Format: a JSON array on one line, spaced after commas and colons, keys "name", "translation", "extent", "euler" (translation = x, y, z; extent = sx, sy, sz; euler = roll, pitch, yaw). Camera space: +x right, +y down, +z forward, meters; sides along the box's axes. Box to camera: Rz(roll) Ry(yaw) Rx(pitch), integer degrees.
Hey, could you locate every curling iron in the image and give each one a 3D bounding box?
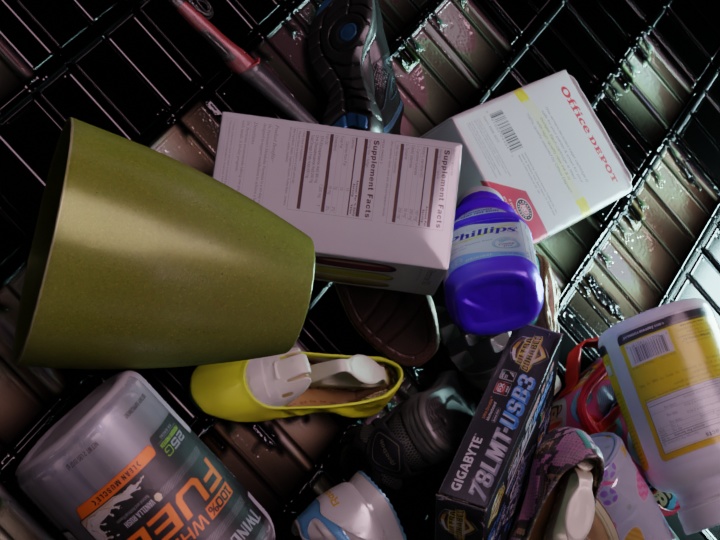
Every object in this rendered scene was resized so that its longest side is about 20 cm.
[{"name": "curling iron", "translation": [-0.103, -0.197, 1.519], "extent": [0.200, 0.026, 0.050], "euler": [45, 51, -12]}]

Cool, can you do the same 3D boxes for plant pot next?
[{"name": "plant pot", "translation": [-0.143, 0.000, 1.245], "extent": [0.200, 0.187, 0.187], "euler": [13, 59, -15]}]

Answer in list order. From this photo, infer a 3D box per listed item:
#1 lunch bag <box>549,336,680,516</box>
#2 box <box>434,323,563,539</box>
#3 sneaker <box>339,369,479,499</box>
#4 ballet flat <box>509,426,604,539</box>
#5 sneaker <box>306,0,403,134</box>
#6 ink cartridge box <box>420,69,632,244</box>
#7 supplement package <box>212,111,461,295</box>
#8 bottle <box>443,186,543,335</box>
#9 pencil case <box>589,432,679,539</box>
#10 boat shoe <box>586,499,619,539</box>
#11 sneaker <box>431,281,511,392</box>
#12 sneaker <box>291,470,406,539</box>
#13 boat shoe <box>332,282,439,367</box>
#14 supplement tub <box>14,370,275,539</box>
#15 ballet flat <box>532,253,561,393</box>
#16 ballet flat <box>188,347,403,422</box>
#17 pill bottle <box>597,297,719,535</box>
[{"name": "lunch bag", "translation": [0.273, 0.137, 1.623], "extent": [0.176, 0.082, 0.200], "euler": [51, 48, -1]}, {"name": "box", "translation": [0.115, 0.179, 1.400], "extent": [0.050, 0.199, 0.200], "euler": [15, 50, 16]}, {"name": "sneaker", "translation": [0.046, 0.146, 1.443], "extent": [0.076, 0.114, 0.199], "euler": [62, 19, 4]}, {"name": "ballet flat", "translation": [0.161, 0.231, 1.380], "extent": [0.069, 0.071, 0.200], "euler": [9, 102, -17]}, {"name": "sneaker", "translation": [-0.001, -0.182, 1.579], "extent": [0.082, 0.073, 0.200], "euler": [31, 51, -51]}, {"name": "ink cartridge box", "translation": [0.160, -0.099, 1.642], "extent": [0.200, 0.083, 0.145], "euler": [-25, 85, -43]}, {"name": "supplement package", "translation": [-0.024, -0.054, 1.380], "extent": [0.200, 0.114, 0.110], "euler": [8, 78, -1]}, {"name": "bottle", "translation": [0.112, -0.015, 1.446], "extent": [0.200, 0.083, 0.065], "euler": [-88, 166, -64]}, {"name": "pencil case", "translation": [0.247, 0.245, 1.517], "extent": [0.083, 0.091, 0.200], "euler": [-33, 106, 0]}, {"name": "boat shoe", "translation": [0.189, 0.264, 1.459], "extent": [0.066, 0.074, 0.200], "euler": [-42, 120, -33]}, {"name": "sneaker", "translation": [0.099, 0.040, 1.539], "extent": [0.089, 0.074, 0.200], "euler": [59, 13, -49]}, {"name": "sneaker", "translation": [0.015, 0.268, 1.356], "extent": [0.081, 0.077, 0.200], "euler": [-29, 97, -13]}, {"name": "boat shoe", "translation": [0.005, -0.004, 1.472], "extent": [0.202, 0.075, 0.075], "euler": [57, 3, 6]}, {"name": "supplement tub", "translation": [-0.148, 0.183, 1.225], "extent": [0.200, 0.123, 0.123], "euler": [48, 47, -9]}, {"name": "ballet flat", "translation": [0.164, 0.078, 1.582], "extent": [0.072, 0.068, 0.200], "euler": [43, 41, -39]}, {"name": "ballet flat", "translation": [-0.047, 0.090, 1.391], "extent": [0.200, 0.067, 0.067], "euler": [5, 66, -37]}, {"name": "pill bottle", "translation": [0.301, 0.135, 1.515], "extent": [0.112, 0.112, 0.200], "euler": [-7, 73, -41]}]
